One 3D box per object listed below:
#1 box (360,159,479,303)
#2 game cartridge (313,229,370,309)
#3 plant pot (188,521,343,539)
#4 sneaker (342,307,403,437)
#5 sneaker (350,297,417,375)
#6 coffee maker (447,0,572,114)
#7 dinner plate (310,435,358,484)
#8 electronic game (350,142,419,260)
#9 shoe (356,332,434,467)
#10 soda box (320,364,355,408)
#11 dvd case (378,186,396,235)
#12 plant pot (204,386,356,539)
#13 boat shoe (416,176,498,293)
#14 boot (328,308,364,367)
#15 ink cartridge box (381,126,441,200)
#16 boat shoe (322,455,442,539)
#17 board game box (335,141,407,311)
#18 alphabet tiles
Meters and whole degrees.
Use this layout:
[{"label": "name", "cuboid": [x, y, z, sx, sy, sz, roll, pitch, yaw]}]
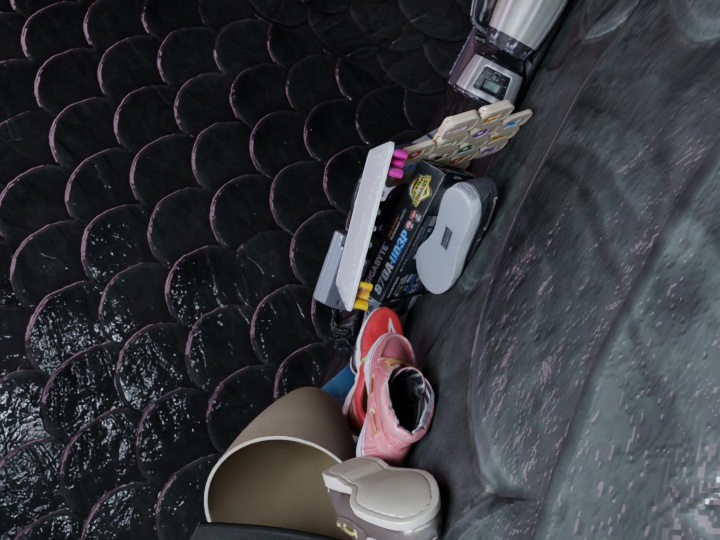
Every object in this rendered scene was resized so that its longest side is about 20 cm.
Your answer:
[{"label": "box", "cuboid": [0.092, -0.053, 0.837, 0.158, 0.046, 0.202, -7, -53, -57]}, {"label": "game cartridge", "cuboid": [0.000, 0.000, 0.987, 0.199, 0.041, 0.134, -2, -60, -57]}, {"label": "plant pot", "cuboid": [-0.119, 0.367, 0.565, 0.200, 0.176, 0.201, -67, 2, -52]}, {"label": "sneaker", "cuboid": [0.032, 0.144, 0.850, 0.085, 0.076, 0.202, 130, 155, -61]}, {"label": "sneaker", "cuboid": [0.022, 0.081, 0.987, 0.202, 0.075, 0.114, -62, -33, -6]}, {"label": "coffee maker", "cuboid": [0.232, -0.347, 0.880, 0.192, 0.134, 0.201, -21, -37, -59]}, {"label": "dinner plate", "cuboid": [-0.067, 0.299, 0.908, 0.200, 0.024, 0.200, -41, -5, -4]}, {"label": "electronic game", "cuboid": [0.074, -0.097, 0.915, 0.042, 0.199, 0.202, 27, 92, 59]}, {"label": "shoe", "cuboid": [0.046, 0.127, 0.655, 0.201, 0.071, 0.091, -77, 12, -51]}, {"label": "soda box", "cuboid": [-0.059, 0.238, 0.972, 0.064, 0.068, 0.200, -43, -5, 29]}, {"label": "dvd case", "cuboid": [0.090, -0.077, 1.017, 0.150, 0.016, 0.200, -62, -31, -4]}, {"label": "plant pot", "cuboid": [-0.078, 0.240, 0.748, 0.200, 0.186, 0.189, -74, 10, -72]}, {"label": "boat shoe", "cuboid": [0.124, -0.040, 0.744, 0.056, 0.069, 0.201, -27, -25, -25]}, {"label": "boot", "cuboid": [-0.007, 0.103, 1.216, 0.163, 0.072, 0.200, 73, -155, -45]}, {"label": "ink cartridge box", "cuboid": [0.124, -0.183, 1.132, 0.200, 0.083, 0.147, -39, -18, -46]}, {"label": "boat shoe", "cuboid": [0.019, 0.207, 0.500, 0.200, 0.071, 0.060, 155, 100, -67]}, {"label": "board game box", "cuboid": [0.010, -0.061, 0.766, 0.200, 0.026, 0.203, -126, 51, -80]}, {"label": "alphabet tiles", "cuboid": [0.129, -0.167, 0.789, 0.194, 0.015, 0.200, -21, -9, -14]}]
